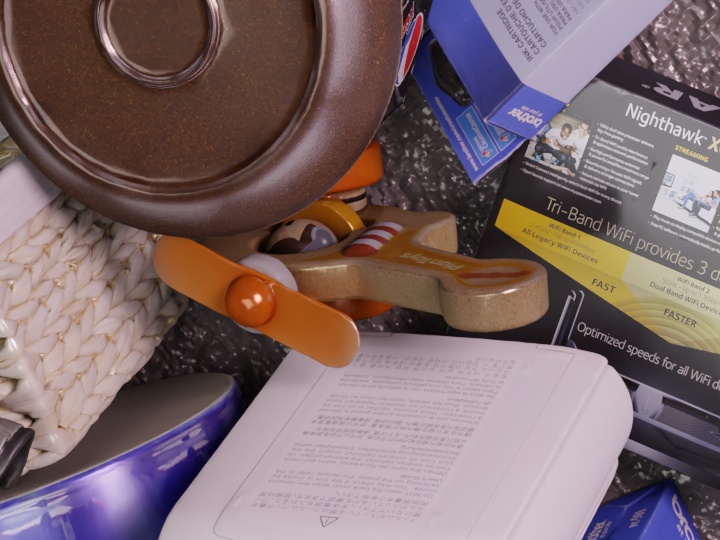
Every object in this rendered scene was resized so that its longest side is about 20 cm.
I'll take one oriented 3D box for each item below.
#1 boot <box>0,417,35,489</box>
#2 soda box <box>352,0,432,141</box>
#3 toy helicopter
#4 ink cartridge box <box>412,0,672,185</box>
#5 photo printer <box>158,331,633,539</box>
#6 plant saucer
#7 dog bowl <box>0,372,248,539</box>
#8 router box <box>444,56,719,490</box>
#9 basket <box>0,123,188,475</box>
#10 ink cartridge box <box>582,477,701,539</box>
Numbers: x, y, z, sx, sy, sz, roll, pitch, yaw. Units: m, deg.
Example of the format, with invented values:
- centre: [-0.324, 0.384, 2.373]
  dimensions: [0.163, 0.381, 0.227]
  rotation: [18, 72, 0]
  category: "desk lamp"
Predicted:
- centre: [-0.237, 0.097, 1.224]
  dimensions: [0.131, 0.068, 0.200]
  rotation: [45, 121, -6]
  category: "boot"
- centre: [-0.071, -0.128, 1.247]
  dimensions: [0.199, 0.063, 0.071]
  rotation: [20, 111, 10]
  category: "soda box"
- centre: [0.000, 0.000, 1.257]
  dimensions: [0.199, 0.132, 0.079]
  rotation: [12, 113, 49]
  category: "toy helicopter"
- centre: [0.084, -0.146, 1.242]
  dimensions: [0.200, 0.042, 0.120]
  rotation: [-46, 53, 25]
  category: "ink cartridge box"
- centre: [0.013, 0.103, 1.229]
  dimensions: [0.165, 0.200, 0.070]
  rotation: [3, 119, 21]
  category: "photo printer"
- centre: [-0.082, -0.107, 1.206]
  dimensions: [0.199, 0.032, 0.201]
  rotation: [5, 106, 16]
  category: "plant saucer"
- centre: [-0.137, 0.119, 1.331]
  dimensions: [0.199, 0.200, 0.079]
  rotation: [-17, 98, 21]
  category: "dog bowl"
- centre: [0.151, 0.006, 1.288]
  dimensions: [0.199, 0.052, 0.158]
  rotation: [23, 111, 10]
  category: "router box"
- centre: [-0.175, 0.014, 1.318]
  dimensions: [0.135, 0.200, 0.124]
  rotation: [-20, 105, 22]
  category: "basket"
- centre: [0.159, 0.206, 1.322]
  dimensions: [0.044, 0.094, 0.201]
  rotation: [-23, 98, 22]
  category: "ink cartridge box"
